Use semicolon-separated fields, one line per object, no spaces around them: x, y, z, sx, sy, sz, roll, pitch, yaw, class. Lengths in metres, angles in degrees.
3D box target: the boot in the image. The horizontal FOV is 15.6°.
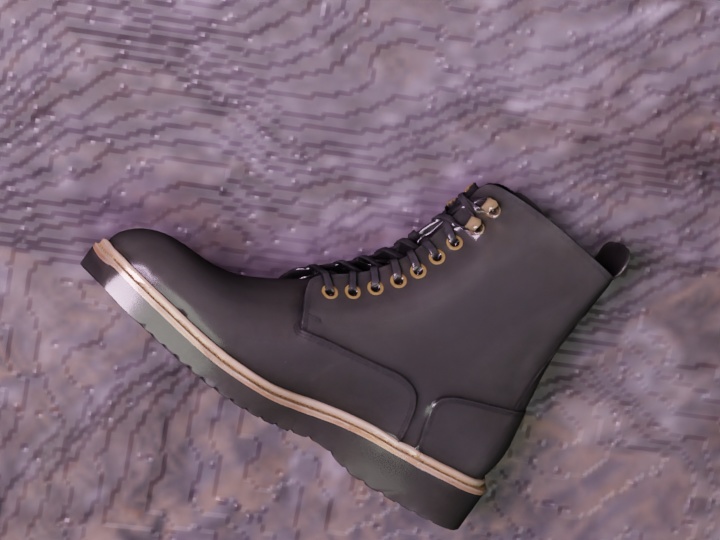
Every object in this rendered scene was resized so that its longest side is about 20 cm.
0.000;0.000;1.068;0.200;0.077;0.139;32;96;-30;boot
